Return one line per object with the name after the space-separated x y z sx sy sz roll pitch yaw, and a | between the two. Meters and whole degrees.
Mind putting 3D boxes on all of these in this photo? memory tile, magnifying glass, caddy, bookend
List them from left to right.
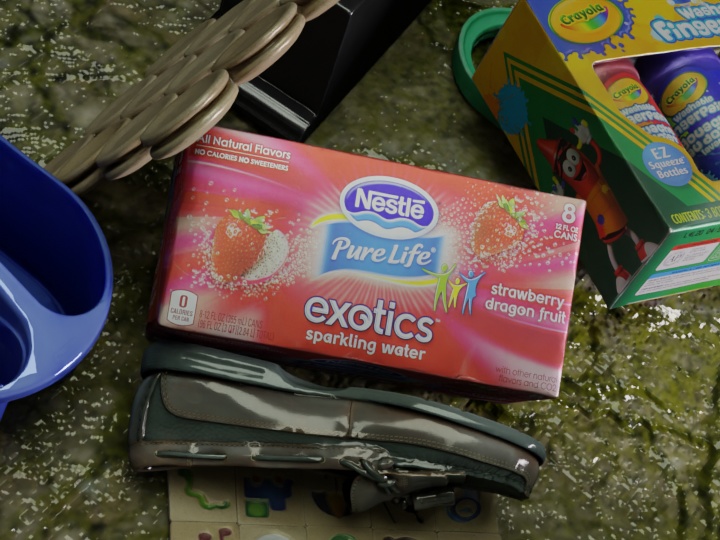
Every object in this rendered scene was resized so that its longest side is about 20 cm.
-0.209 -0.006 0.822 0.199 0.105 0.141 36 52 11 | caddy
-0.084 -0.090 0.867 0.017 0.199 0.153 50 61 -16 | memory tile
0.000 -0.207 0.976 0.092 0.199 0.200 33 53 8 | bookend
0.118 -0.075 1.030 0.079 0.022 0.201 -13 61 -26 | magnifying glass

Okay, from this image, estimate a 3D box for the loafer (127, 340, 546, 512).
-0.013 0.088 0.844 0.198 0.072 0.063 14 71 1 | loafer

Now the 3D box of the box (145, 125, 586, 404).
0.000 0.000 0.871 0.198 0.095 0.101 11 82 -9 | box

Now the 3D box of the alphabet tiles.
-0.008 0.152 0.836 0.165 0.006 0.202 4 54 -15 | alphabet tiles

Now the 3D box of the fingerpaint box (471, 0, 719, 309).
0.189 -0.079 1.004 0.198 0.074 0.168 -9 58 -33 | fingerpaint box
